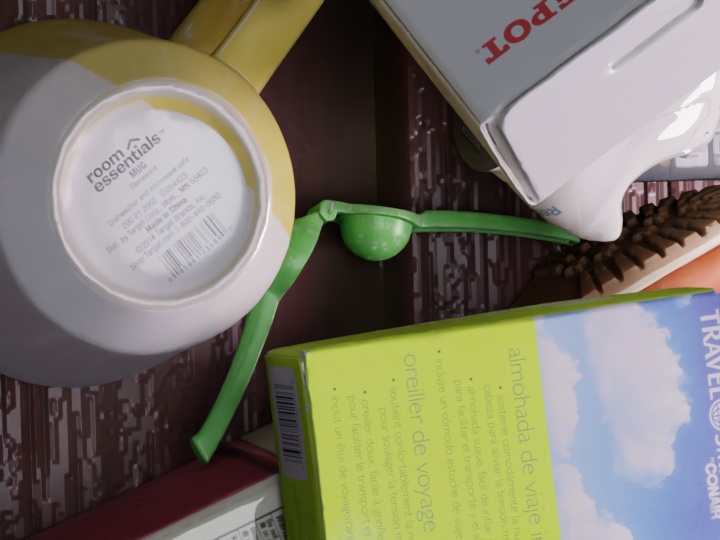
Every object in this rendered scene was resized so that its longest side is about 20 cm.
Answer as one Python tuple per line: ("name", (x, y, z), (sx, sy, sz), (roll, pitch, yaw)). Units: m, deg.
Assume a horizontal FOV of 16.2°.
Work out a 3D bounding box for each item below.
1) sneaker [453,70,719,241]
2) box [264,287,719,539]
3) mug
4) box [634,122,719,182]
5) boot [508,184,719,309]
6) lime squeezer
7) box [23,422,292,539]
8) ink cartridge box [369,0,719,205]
("sneaker", (0.125, -0.100, 1.051), (0.200, 0.074, 0.087), (-48, 119, -6))
("box", (0.069, 0.075, 0.969), (0.199, 0.048, 0.123), (-8, 93, -21))
("mug", (-0.093, -0.045, 0.968), (0.149, 0.153, 0.188), (7, 88, -19))
("box", (0.189, -0.122, 1.120), (0.199, 0.049, 0.162), (-2, 94, -17))
("boot", (0.109, 0.046, 1.087), (0.200, 0.075, 0.107), (-37, 105, -6))
("lime squeezer", (0.000, 0.000, 1.053), (0.200, 0.038, 0.071), (-29, 73, -24))
("box", (-0.070, 0.154, 1.002), (0.199, 0.109, 0.128), (-24, 98, -18))
("ink cartridge box", (0.061, -0.148, 0.984), (0.145, 0.083, 0.200), (-36, 62, 1))
